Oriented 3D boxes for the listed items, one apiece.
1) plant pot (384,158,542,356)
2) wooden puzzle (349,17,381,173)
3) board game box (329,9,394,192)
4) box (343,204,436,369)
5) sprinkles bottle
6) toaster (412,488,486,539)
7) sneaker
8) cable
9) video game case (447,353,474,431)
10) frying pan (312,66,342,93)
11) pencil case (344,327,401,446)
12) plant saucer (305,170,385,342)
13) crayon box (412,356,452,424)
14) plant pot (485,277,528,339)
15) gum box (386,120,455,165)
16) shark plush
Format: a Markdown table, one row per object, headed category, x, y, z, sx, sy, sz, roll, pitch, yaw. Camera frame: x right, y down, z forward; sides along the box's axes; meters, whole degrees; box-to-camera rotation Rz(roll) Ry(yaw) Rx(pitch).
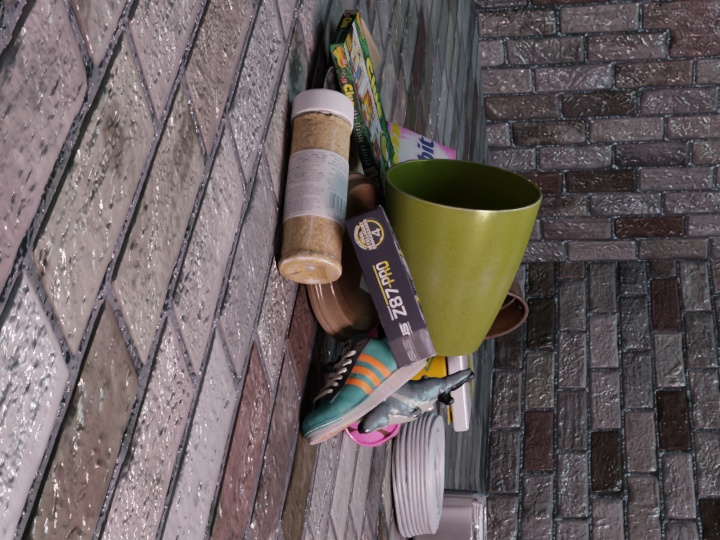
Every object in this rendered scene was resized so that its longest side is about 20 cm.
| category | x | y | z | sx | sy | sz | roll | pitch | yaw |
| --- | --- | --- | --- | --- | --- | --- | --- | --- | --- |
| plant pot | 0.109 | -0.009 | 1.542 | 0.187 | 0.185 | 0.202 | -65 | 163 | -67 |
| wooden puzzle | -0.009 | -0.206 | 1.690 | 0.185 | 0.037 | 0.203 | 43 | 51 | -76 |
| board game box | 0.004 | -0.204 | 1.579 | 0.105 | 0.023 | 0.202 | -78 | 156 | -56 |
| box | 0.035 | 0.022 | 1.386 | 0.200 | 0.049 | 0.163 | 46 | 22 | -86 |
| sprinkles bottle | -0.046 | -0.089 | 1.361 | 0.068 | 0.067 | 0.202 | 67 | 24 | -64 |
| toaster | 0.150 | 0.449 | 2.226 | 0.114 | 0.128 | 0.203 | 30 | 60 | -79 |
| sneaker | -0.009 | 0.124 | 1.473 | 0.199 | 0.071 | 0.080 | -34 | 87 | -45 |
| cable | 0.097 | 0.329 | 2.105 | 0.200 | 0.068 | 0.203 | -49 | 137 | -75 |
| video game case | 0.130 | 0.087 | 1.730 | 0.182 | 0.023 | 0.202 | -63 | 147 | -74 |
| frying pan | -0.040 | -0.145 | 1.499 | 0.115 | 0.031 | 0.192 | 64 | 29 | -63 |
| pencil case | 0.025 | 0.138 | 1.705 | 0.094 | 0.090 | 0.201 | 55 | 21 | -19 |
| plant saucer | -0.003 | -0.016 | 1.523 | 0.199 | 0.029 | 0.203 | -5 | 96 | -60 |
| crayon box | 0.092 | 0.098 | 1.715 | 0.126 | 0.051 | 0.203 | 7 | 79 | -81 |
| plant pot | 0.215 | 0.002 | 2.498 | 0.201 | 0.198 | 0.200 | 72 | 13 | -58 |
| gum box | 0.069 | -0.112 | 1.804 | 0.066 | 0.113 | 0.201 | -53 | -159 | 39 |
| shark plush | 0.051 | 0.140 | 1.556 | 0.091 | 0.197 | 0.084 | -169 | -106 | -77 |
